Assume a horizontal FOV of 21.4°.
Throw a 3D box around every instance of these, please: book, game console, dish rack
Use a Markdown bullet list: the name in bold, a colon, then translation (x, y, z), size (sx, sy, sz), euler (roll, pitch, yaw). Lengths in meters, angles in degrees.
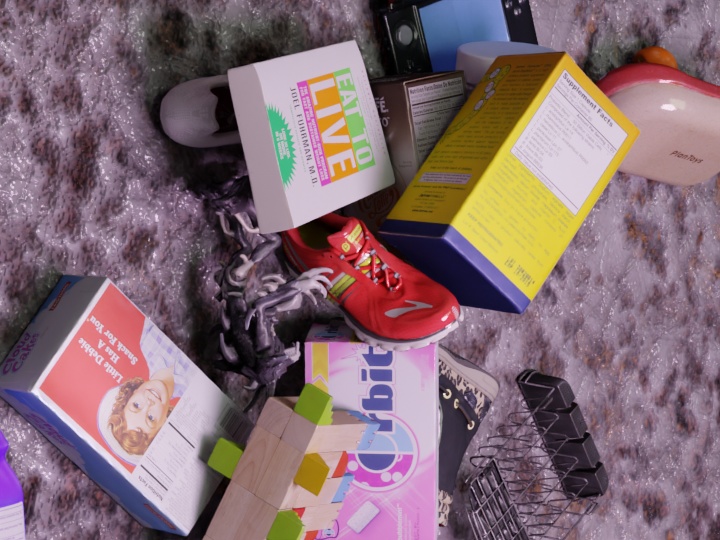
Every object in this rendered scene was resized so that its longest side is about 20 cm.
- **book**: translation (-0.043, -0.116, 1.581), size (0.200, 0.048, 0.134), euler (-29, 109, -63)
- **game console**: translation (0.122, -0.249, 1.782), size (0.200, 0.118, 0.173), euler (-25, 108, -39)
- **dish rack**: translation (0.165, 0.210, 1.868), size (0.200, 0.054, 0.154), euler (-44, 118, -38)

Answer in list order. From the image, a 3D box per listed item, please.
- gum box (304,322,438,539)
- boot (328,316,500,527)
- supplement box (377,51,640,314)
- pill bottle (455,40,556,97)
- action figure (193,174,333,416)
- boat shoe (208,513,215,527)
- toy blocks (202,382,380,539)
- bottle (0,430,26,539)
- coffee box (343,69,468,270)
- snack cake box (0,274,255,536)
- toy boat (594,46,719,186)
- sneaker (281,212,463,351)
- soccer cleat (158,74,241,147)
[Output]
- **gum box**: translation (0.012, 0.151, 1.670), size (0.066, 0.113, 0.201), euler (-69, 159, -76)
- **boot**: translation (0.034, 0.138, 1.743), size (0.203, 0.073, 0.154), euler (28, 76, -38)
- **supplement box**: translation (0.128, -0.077, 1.632), size (0.109, 0.109, 0.200), euler (42, 73, -26)
- **pill bottle**: translation (0.132, -0.107, 1.772), size (0.114, 0.114, 0.201), euler (-13, 113, -42)
- **action figure**: translation (-0.079, 0.019, 1.605), size (0.102, 0.119, 0.201), euler (-10, 91, -28)
- **boat shoe**: translation (-0.073, 0.292, 1.651), size (0.073, 0.063, 0.201), euler (-27, 109, -39)
- **toy blocks**: translation (-0.057, 0.183, 1.581), size (0.201, 0.100, 0.137), euler (-65, 157, 7)
- **bottle**: translation (-0.297, 0.184, 1.441), size (0.083, 0.065, 0.201), euler (-8, 96, -43)
- **coffee box**: translation (0.044, -0.074, 1.718), size (0.080, 0.114, 0.201), euler (-16, 101, -39)
- **snack cake box**: translation (-0.190, 0.110, 1.538), size (0.200, 0.067, 0.115), euler (49, 61, -32)
- **toy boat**: translation (0.315, -0.175, 1.980), size (0.200, 0.130, 0.131), euler (11, 53, -43)
- **sneaker**: translation (0.000, 0.000, 1.619), size (0.077, 0.200, 0.085), euler (-43, 142, -26)
- **soccer cleat**: translation (-0.077, -0.139, 1.621), size (0.200, 0.086, 0.070), euler (-16, 102, -42)
